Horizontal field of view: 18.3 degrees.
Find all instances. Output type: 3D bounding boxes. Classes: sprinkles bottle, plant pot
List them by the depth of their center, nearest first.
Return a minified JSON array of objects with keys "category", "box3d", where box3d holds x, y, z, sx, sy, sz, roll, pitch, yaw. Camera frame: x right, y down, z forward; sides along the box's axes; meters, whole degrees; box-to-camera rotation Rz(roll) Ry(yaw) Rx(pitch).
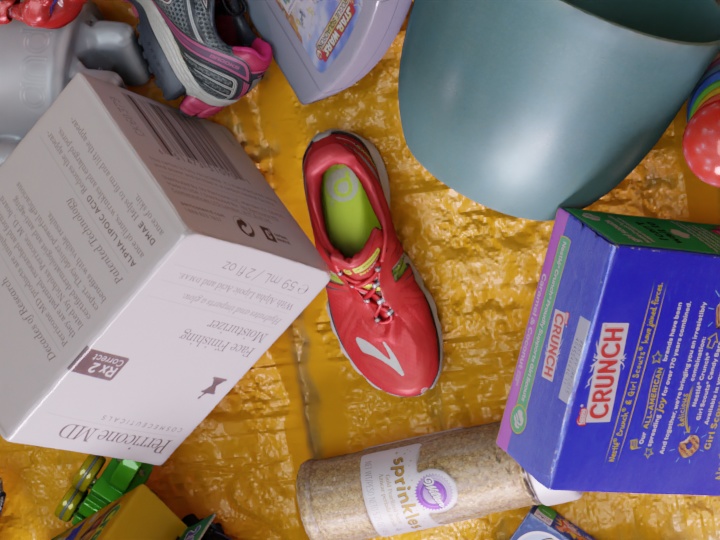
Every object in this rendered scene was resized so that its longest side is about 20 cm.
[{"category":"plant pot","box3d":[0.116,-0.130,1.461,0.201,0.201,0.161,28,115,8]},{"category":"sprinkles bottle","box3d":[0.057,0.149,1.592,0.200,0.068,0.068,-14,97,17]}]

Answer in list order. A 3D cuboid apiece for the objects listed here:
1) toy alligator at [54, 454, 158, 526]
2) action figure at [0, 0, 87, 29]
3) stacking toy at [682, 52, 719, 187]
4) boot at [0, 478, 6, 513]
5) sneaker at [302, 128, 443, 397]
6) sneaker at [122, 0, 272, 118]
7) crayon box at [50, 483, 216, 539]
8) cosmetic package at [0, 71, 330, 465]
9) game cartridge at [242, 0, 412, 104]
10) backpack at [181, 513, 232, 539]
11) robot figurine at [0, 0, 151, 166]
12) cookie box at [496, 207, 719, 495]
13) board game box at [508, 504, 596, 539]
[{"category":"toy alligator","box3d":[-0.193,0.183,1.670,0.059,0.054,0.200,33,133,1]},{"category":"action figure","box3d":[-0.165,-0.219,1.495,0.200,0.065,0.099,-15,89,13]},{"category":"stacking toy","box3d":[0.241,-0.095,1.426,0.085,0.200,0.085,3,101,14]},{"category":"boot","box3d":[-0.291,0.247,1.703,0.090,0.073,0.200,30,116,9]},{"category":"sneaker","box3d":[0.000,0.000,1.563,0.077,0.085,0.200,-20,96,7]},{"category":"sneaker","box3d":[-0.128,-0.209,1.556,0.075,0.081,0.200,-29,92,36]},{"category":"crayon box","box3d":[-0.203,0.230,1.588,0.052,0.126,0.200,47,132,-13]},{"category":"cosmetic package","box3d":[-0.166,0.004,1.542,0.200,0.165,0.165,-48,56,18]},{"category":"game cartridge","box3d":[-0.024,-0.199,1.489,0.133,0.042,0.200,63,151,16]},{"category":"backpack","box3d":[-0.126,0.319,1.632,0.183,0.147,0.200,38,110,7]},{"category":"robot figurine","box3d":[-0.253,-0.143,1.592,0.200,0.113,0.170,4,61,13]},{"category":"cookie box","box3d":[0.207,0.057,1.473,0.200,0.075,0.171,6,107,-31]},{"category":"board game box","box3d":[0.127,0.284,1.617,0.135,0.034,0.200,34,107,6]}]
